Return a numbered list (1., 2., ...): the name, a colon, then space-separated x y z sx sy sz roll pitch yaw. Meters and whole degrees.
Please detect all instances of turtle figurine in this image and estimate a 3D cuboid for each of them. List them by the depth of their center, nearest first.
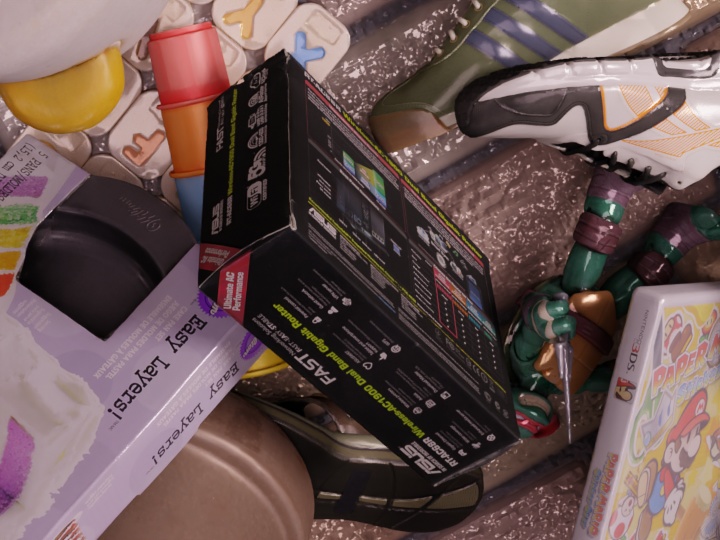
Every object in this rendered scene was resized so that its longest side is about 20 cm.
1. turtle figurine: 0.134 0.038 0.825 0.150 0.101 0.201 32 84 -45

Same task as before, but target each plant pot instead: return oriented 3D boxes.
1. plant pot: -0.129 0.181 0.762 0.199 0.175 0.201 2 126 2

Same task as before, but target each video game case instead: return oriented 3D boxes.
1. video game case: 0.192 0.096 0.817 0.023 0.200 0.183 20 103 36

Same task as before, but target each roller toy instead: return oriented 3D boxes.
1. roller toy: -0.185 -0.188 0.723 0.200 0.140 0.183 34 99 3

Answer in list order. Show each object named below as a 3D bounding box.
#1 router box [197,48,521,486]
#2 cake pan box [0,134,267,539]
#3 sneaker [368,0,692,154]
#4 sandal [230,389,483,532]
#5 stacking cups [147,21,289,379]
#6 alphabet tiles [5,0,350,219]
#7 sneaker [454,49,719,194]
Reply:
1. router box: 0.000 0.000 0.747 0.062 0.150 0.200 -31 126 22
2. cake pan box: -0.169 0.041 0.732 0.184 0.052 0.200 34 66 20
3. sneaker: 0.085 -0.146 0.802 0.199 0.067 0.090 -24 100 -3
4. sandal: -0.019 0.112 0.853 0.200 0.057 0.080 18 127 -23
5. stacking cups: -0.077 -0.041 0.801 0.060 0.061 0.201 -10 100 -3
6. alphabet tiles: -0.108 -0.099 0.818 0.200 0.015 0.196 40 96 -12
7. sneaker: 0.147 -0.078 0.753 0.199 0.074 0.080 -4 99 -16
